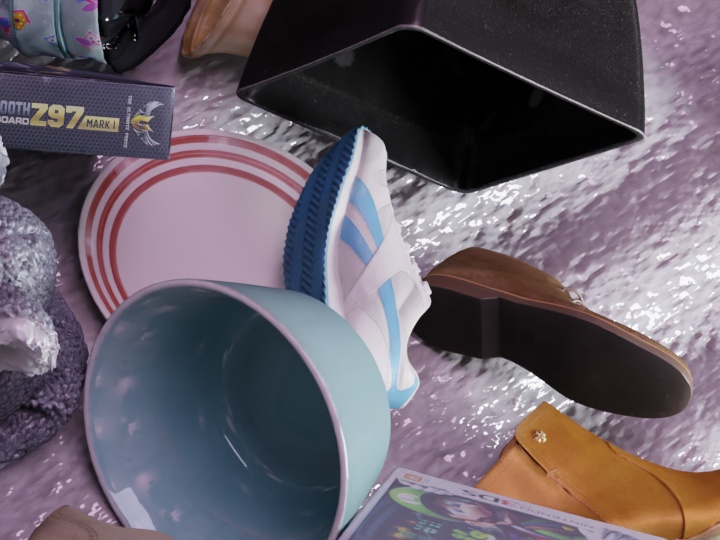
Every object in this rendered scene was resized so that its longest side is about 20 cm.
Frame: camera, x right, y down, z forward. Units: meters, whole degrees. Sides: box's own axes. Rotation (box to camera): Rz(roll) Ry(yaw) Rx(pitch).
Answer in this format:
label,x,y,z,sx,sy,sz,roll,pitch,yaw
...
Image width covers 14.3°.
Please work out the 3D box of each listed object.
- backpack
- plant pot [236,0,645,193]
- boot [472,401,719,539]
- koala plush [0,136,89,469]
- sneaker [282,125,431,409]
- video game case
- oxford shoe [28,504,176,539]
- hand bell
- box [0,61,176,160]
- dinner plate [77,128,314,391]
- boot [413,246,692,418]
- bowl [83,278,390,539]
label,x,y,z,sx,sy,sz,roll,pitch,yaw
backpack,-0.180,-0.227,1.917,0.126,0.167,0.200,7,55,15
plant pot,0.064,-0.180,1.885,0.199,0.200,0.178,22,67,-31
boot,0.172,0.134,1.861,0.201,0.071,0.144,-37,77,-29
koala plush,-0.234,0.020,1.704,0.184,0.200,0.178,-6,61,-23
sneaker,0.000,0.000,1.859,0.081,0.077,0.200,18,58,-24
video game case,0.086,0.172,1.711,0.182,0.023,0.200,14,13,9
oxford shoe,-0.109,0.192,1.707,0.200,0.071,0.074,23,49,8
hand bell,-0.013,-0.146,1.973,0.200,0.104,0.104,29,53,-17
box,-0.214,-0.104,1.798,0.157,0.200,0.051,5,95,-17
dinner plate,-0.090,-0.005,1.880,0.200,0.024,0.200,9,58,-15
boot,0.134,0.034,1.888,0.200,0.074,0.075,22,40,19
bowl,-0.060,0.089,1.747,0.201,0.201,0.105,49,38,13
